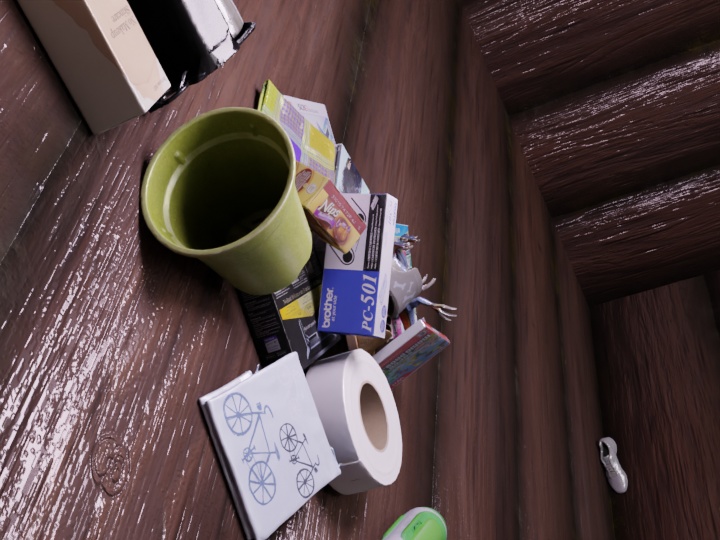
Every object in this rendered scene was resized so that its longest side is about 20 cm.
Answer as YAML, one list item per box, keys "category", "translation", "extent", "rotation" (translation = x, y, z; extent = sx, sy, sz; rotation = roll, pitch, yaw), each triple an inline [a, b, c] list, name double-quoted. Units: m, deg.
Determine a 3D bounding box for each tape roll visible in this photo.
- category: "tape roll"
  translation: [-0.009, 0.224, 1.444]
  extent: [0.203, 0.070, 0.206]
  rotation: [52, 29, -45]

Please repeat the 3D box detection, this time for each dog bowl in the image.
- category: "dog bowl"
  translation: [0.000, 0.000, 1.536]
  extent: [0.059, 0.198, 0.201]
  rotation: [-55, 134, -22]

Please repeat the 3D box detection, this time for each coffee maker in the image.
- category: "coffee maker"
  translation: [-0.244, -0.345, 1.230]
  extent: [0.202, 0.132, 0.194]
  rotation: [60, 25, -30]

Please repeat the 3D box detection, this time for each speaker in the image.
- category: "speaker"
  translation: [0.076, 0.438, 1.530]
  extent: [0.199, 0.087, 0.090]
  rotation: [-15, 88, -69]

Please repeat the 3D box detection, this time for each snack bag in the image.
- category: "snack bag"
  translation: [-0.110, 0.215, 1.249]
  extent: [0.199, 0.021, 0.192]
  rotation: [-28, 99, -55]

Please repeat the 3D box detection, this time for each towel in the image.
- category: "towel"
  translation: [-0.102, -0.202, 1.596]
  extent: [0.200, 0.022, 0.146]
  rotation: [41, 43, -44]

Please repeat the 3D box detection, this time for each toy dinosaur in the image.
- category: "toy dinosaur"
  translation: [0.069, 0.034, 1.669]
  extent: [0.105, 0.195, 0.186]
  rotation: [-72, 168, -72]

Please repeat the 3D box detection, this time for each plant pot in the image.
- category: "plant pot"
  translation: [-0.147, -0.067, 1.228]
  extent: [0.185, 0.196, 0.204]
  rotation: [61, 21, -59]

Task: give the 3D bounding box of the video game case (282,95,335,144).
- category: "video game case"
  translation: [-0.077, -0.199, 1.706]
  extent: [0.182, 0.022, 0.204]
  rotation: [-11, 85, -69]

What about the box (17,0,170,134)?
- category: "box"
  translation: [-0.303, -0.268, 1.096]
  extent: [0.202, 0.076, 0.096]
  rotation: [63, 22, -24]

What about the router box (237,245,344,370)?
- category: "router box"
  translation: [-0.099, 0.052, 1.414]
  extent: [0.160, 0.051, 0.200]
  rotation: [71, 21, -5]

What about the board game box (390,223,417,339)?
- category: "board game box"
  translation: [0.046, 0.019, 1.754]
  extent: [0.147, 0.063, 0.205]
  rotation: [1, 83, -70]

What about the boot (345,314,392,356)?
- category: "boot"
  translation: [0.019, 0.112, 1.571]
  extent: [0.200, 0.074, 0.075]
  rotation: [74, 2, -76]

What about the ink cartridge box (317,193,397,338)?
- category: "ink cartridge box"
  translation: [-0.004, -0.008, 1.416]
  extent: [0.044, 0.092, 0.205]
  rotation: [19, 76, -64]

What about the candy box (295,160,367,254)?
- category: "candy box"
  translation: [-0.092, -0.110, 1.387]
  extent: [0.199, 0.057, 0.117]
  rotation: [30, -13, 42]

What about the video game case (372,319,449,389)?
- category: "video game case"
  translation: [0.072, 0.145, 1.634]
  extent: [0.018, 0.142, 0.200]
  rotation: [53, 7, 19]

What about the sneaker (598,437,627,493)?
- category: "sneaker"
  translation: [0.886, 0.692, 3.465]
  extent: [0.080, 0.070, 0.204]
  rotation: [17, 52, -55]

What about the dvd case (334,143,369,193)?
- category: "dvd case"
  translation: [-0.025, -0.097, 1.710]
  extent: [0.147, 0.022, 0.204]
  rotation: [56, 35, -51]
